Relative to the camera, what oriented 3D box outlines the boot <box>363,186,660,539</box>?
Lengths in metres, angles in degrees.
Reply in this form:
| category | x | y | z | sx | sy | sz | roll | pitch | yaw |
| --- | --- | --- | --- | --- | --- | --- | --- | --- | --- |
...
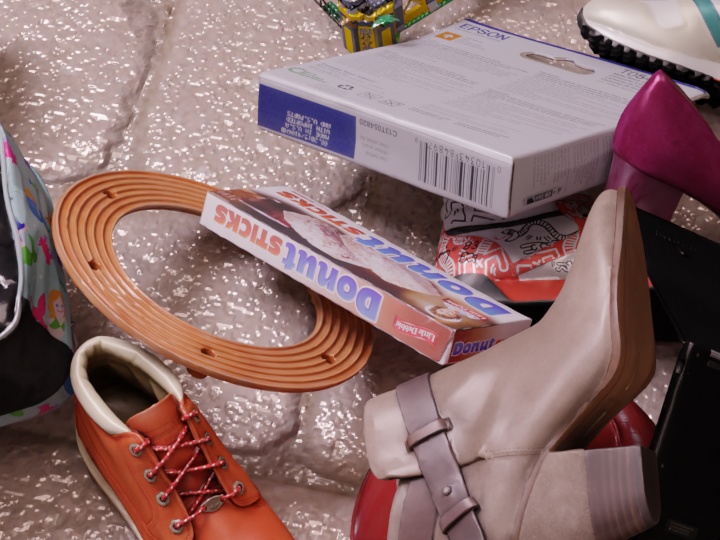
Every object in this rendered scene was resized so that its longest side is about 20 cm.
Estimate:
| category | x | y | z | sx | sy | sz | roll | pitch | yaw |
| --- | --- | --- | --- | --- | --- | --- | --- | --- | --- |
| boot | 0.073 | 0.062 | 1.069 | 0.146 | 0.070 | 0.201 | -10 | 62 | 23 |

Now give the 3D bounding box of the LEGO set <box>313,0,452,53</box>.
| category | x | y | z | sx | sy | sz | roll | pitch | yaw |
| --- | --- | --- | --- | --- | --- | --- | --- | --- | --- |
| LEGO set | 0.000 | -0.247 | 1.384 | 0.153 | 0.116 | 0.200 | -25 | 53 | -12 |

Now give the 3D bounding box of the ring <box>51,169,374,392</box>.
| category | x | y | z | sx | sy | sz | roll | pitch | yaw |
| --- | --- | --- | --- | --- | --- | --- | --- | --- | --- |
| ring | -0.085 | 0.008 | 1.230 | 0.200 | 0.019 | 0.201 | 23 | 28 | -13 |

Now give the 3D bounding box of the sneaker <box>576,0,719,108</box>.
| category | x | y | z | sx | sy | sz | roll | pitch | yaw |
| --- | --- | --- | --- | --- | --- | --- | --- | --- | --- |
| sneaker | 0.238 | -0.151 | 1.329 | 0.199 | 0.070 | 0.094 | 17 | 82 | 9 |

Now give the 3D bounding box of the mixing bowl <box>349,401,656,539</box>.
| category | x | y | z | sx | sy | sz | roll | pitch | yaw |
| --- | --- | --- | --- | --- | --- | --- | --- | --- | --- |
| mixing bowl | 0.091 | 0.121 | 1.151 | 0.199 | 0.109 | 0.201 | -1 | 56 | 1 |

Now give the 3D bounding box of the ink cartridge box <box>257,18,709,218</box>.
| category | x | y | z | sx | sy | sz | roll | pitch | yaw |
| --- | --- | --- | --- | --- | --- | --- | --- | --- | --- |
| ink cartridge box | 0.074 | -0.095 | 1.282 | 0.199 | 0.041 | 0.200 | 22 | 29 | 37 |

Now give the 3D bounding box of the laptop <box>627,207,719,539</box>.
| category | x | y | z | sx | sy | sz | roll | pitch | yaw |
| --- | --- | --- | --- | --- | --- | --- | --- | --- | --- |
| laptop | 0.206 | 0.087 | 1.152 | 0.187 | 0.116 | 0.201 | 21 | 84 | -27 |

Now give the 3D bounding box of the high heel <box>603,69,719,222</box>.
| category | x | y | z | sx | sy | sz | roll | pitch | yaw |
| --- | --- | --- | --- | --- | --- | --- | --- | --- | --- |
| high heel | 0.232 | -0.060 | 1.234 | 0.199 | 0.096 | 0.067 | 1 | 31 | -32 |

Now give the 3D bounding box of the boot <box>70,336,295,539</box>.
| category | x | y | z | sx | sy | sz | roll | pitch | yaw |
| --- | --- | --- | --- | --- | --- | --- | --- | --- | --- |
| boot | -0.094 | 0.121 | 1.163 | 0.075 | 0.107 | 0.200 | -35 | 63 | -21 |

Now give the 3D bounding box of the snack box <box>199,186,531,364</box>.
| category | x | y | z | sx | sy | sz | roll | pitch | yaw |
| --- | --- | --- | --- | --- | --- | --- | --- | --- | --- |
| snack box | 0.000 | 0.000 | 1.225 | 0.200 | 0.024 | 0.072 | 29 | 22 | 36 |

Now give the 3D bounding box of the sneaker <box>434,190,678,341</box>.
| category | x | y | z | sx | sy | sz | roll | pitch | yaw |
| --- | --- | --- | --- | --- | --- | --- | --- | --- | --- |
| sneaker | 0.143 | -0.017 | 1.263 | 0.200 | 0.067 | 0.108 | -3 | 59 | 5 |

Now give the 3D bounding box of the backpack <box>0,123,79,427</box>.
| category | x | y | z | sx | sy | sz | roll | pitch | yaw |
| --- | --- | --- | --- | --- | --- | --- | --- | --- | --- |
| backpack | -0.253 | 0.002 | 1.216 | 0.177 | 0.151 | 0.201 | -20 | 61 | 7 |
